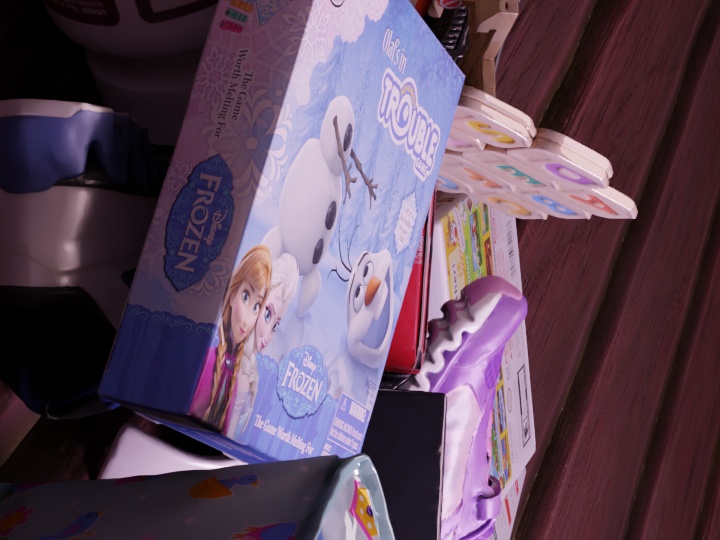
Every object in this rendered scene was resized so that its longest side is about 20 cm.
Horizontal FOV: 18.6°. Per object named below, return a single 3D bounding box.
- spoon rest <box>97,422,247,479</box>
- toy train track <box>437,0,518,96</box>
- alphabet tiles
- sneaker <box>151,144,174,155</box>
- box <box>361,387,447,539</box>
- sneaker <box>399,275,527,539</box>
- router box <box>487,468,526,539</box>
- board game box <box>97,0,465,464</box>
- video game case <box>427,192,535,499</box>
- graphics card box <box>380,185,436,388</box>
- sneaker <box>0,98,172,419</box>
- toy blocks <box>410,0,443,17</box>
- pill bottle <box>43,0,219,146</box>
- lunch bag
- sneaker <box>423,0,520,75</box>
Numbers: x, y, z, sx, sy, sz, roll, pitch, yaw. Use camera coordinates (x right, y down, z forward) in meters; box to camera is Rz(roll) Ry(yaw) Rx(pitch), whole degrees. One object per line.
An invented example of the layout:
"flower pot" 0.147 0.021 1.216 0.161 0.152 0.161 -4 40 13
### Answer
"spoon rest" -0.057 0.050 1.026 0.100 0.060 0.200 -62 177 34
"toy train track" 0.043 -0.099 1.197 0.200 0.032 0.115 116 -24 -62
"alphabet tiles" 0.037 -0.064 1.126 0.195 0.200 0.015 25 78 -28
"sneaker" -0.063 -0.098 1.025 0.087 0.074 0.201 -38 126 -76
"box" -0.015 0.162 1.050 0.141 0.078 0.201 134 -40 -76
"sneaker" 0.044 0.100 1.183 0.201 0.088 0.081 -61 180 12
"router box" 0.056 0.119 1.428 0.180 0.049 0.201 -70 153 -50
"board game box" -0.023 -0.022 0.899 0.200 0.043 0.200 38 65 -69
"video game case" 0.072 0.047 1.365 0.182 0.023 0.201 -41 127 -68
"graphics card box" 0.000 0.000 1.126 0.200 0.050 0.126 124 -30 -80
"sneaker" -0.100 0.006 0.901 0.199 0.080 0.116 22 72 -64
"toy blocks" 0.018 -0.187 1.171 0.137 0.099 0.201 61 47 -67
"pill bottle" -0.087 -0.156 0.878 0.110 0.109 0.201 -73 156 -46
"lunch bag" -0.081 0.164 0.774 0.200 0.169 0.123 -63 140 -56
"sneaker" 0.063 -0.148 1.428 0.201 0.060 0.104 -65 -174 -9
